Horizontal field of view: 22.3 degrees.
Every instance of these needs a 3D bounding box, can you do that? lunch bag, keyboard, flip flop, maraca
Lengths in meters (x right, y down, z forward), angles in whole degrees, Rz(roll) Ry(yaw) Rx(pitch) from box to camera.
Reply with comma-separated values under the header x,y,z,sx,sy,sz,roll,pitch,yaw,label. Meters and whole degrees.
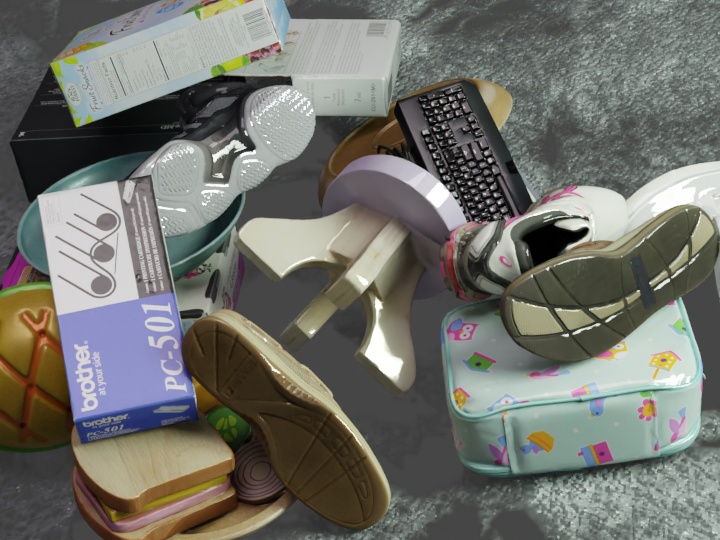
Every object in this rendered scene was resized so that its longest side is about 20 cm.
x,y,z,sx,sy,sz,roll,pitch,yaw,label
0.163,0.076,1.394,0.198,0.078,0.161,-8,33,2,lunch bag
0.082,-0.076,1.522,0.103,0.040,0.201,-21,59,-4,keyboard
0.183,0.005,1.363,0.199,0.082,0.057,-28,20,-28,flip flop
-0.279,0.085,1.464,0.198,0.138,0.107,-20,10,1,maraca

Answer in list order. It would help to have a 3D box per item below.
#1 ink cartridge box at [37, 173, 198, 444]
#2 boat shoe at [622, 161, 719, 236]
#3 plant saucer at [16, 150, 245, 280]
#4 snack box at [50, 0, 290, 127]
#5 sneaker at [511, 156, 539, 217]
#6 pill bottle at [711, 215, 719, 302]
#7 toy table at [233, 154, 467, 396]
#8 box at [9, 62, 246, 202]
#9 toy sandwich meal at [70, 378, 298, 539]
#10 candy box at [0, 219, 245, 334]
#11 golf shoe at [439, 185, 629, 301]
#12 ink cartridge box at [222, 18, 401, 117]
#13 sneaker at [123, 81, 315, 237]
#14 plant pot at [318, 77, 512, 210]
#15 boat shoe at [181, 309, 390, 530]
x,y,z,sx,sy,sz,roll,pitch,yaw,label
-0.187,0.027,1.406,0.093,0.044,0.201,-11,62,-7,ink cartridge box
0.307,-0.045,1.523,0.198,0.072,0.069,-12,37,-15,boat shoe
-0.193,-0.036,1.564,0.198,0.036,0.201,-7,35,5,plant saucer
-0.168,-0.208,1.655,0.199,0.068,0.169,-21,16,5,snack box
0.102,-0.058,1.583,0.081,0.071,0.200,-17,37,-11,sneaker
0.377,-0.009,1.412,0.198,0.116,0.116,-7,38,6,pill bottle
0.000,0.000,1.468,0.183,0.200,0.117,39,65,9,toy table
-0.218,-0.138,1.761,0.198,0.079,0.142,-1,36,13,box
-0.129,0.133,1.407,0.203,0.071,0.206,-7,39,6,toy sandwich meal
-0.208,0.023,1.572,0.198,0.061,0.137,-4,37,11,candy box
0.157,-0.021,1.426,0.092,0.073,0.199,-6,12,46,golf shoe
-0.052,-0.198,1.761,0.172,0.044,0.200,1,23,5,ink cartridge box
-0.141,-0.098,1.550,0.199,0.076,0.114,-33,29,-21,sneaker
0.043,-0.119,1.647,0.199,0.028,0.200,-28,22,12,plant pot
-0.047,0.105,1.365,0.071,0.200,0.065,-41,-1,19,boat shoe
